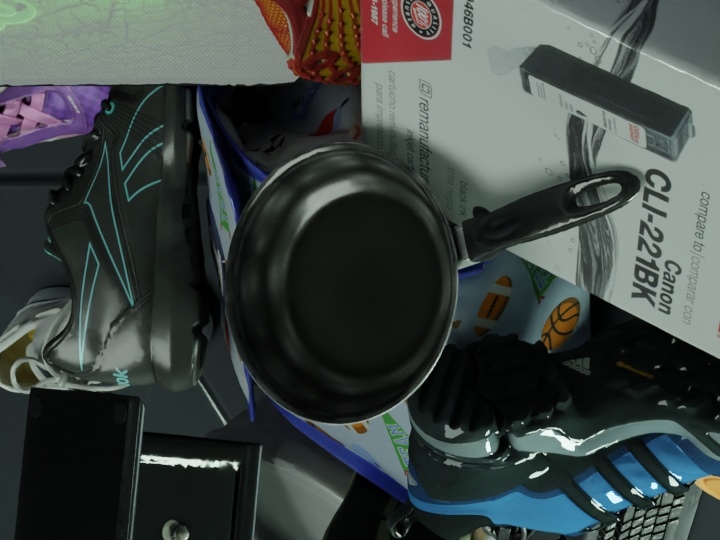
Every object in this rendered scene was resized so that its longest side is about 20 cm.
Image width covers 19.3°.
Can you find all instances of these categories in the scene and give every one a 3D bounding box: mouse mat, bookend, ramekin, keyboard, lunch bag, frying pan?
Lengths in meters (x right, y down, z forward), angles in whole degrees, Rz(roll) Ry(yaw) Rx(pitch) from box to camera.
[{"bbox_3d":[-0.124,-0.156,0.944,0.199,0.008,0.161,1,117,18],"label":"mouse mat"},{"bbox_3d":[-0.076,0.170,1.101,0.200,0.199,0.092,10,174,-41],"label":"bookend"},{"bbox_3d":[0.001,0.141,1.181,0.202,0.094,0.203,28,145,22],"label":"ramekin"},{"bbox_3d":[0.112,0.130,1.022,0.200,0.127,0.021,92,154,-51],"label":"keyboard"},{"bbox_3d":[0.000,0.000,0.990,0.200,0.124,0.170,33,143,33],"label":"lunch bag"},{"bbox_3d":[0.020,-0.017,0.851,0.190,0.031,0.115,-42,66,24],"label":"frying pan"}]

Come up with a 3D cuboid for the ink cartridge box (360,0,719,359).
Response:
[{"bbox_3d":[0.103,-0.067,0.829,0.200,0.084,0.145,27,145,23],"label":"ink cartridge box"}]

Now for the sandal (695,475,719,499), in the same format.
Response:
[{"bbox_3d":[0.224,0.121,0.922,0.079,0.059,0.206,31,163,-34],"label":"sandal"}]

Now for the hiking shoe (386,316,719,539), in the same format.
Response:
[{"bbox_3d":[0.111,0.071,0.914,0.199,0.075,0.087,0,132,-12],"label":"hiking shoe"}]

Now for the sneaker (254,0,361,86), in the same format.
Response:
[{"bbox_3d":[-0.026,-0.139,0.878,0.073,0.077,0.200,-24,148,18],"label":"sneaker"}]

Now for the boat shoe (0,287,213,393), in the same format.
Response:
[{"bbox_3d":[-0.170,0.047,1.268,0.202,0.086,0.075,-7,123,52],"label":"boat shoe"}]

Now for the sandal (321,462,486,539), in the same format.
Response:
[{"bbox_3d":[0.028,0.120,1.028,0.080,0.201,0.057,18,124,17],"label":"sandal"}]

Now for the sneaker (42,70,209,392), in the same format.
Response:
[{"bbox_3d":[-0.113,-0.042,1.014,0.079,0.201,0.075,0,175,3],"label":"sneaker"}]

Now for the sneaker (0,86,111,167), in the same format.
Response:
[{"bbox_3d":[-0.181,-0.090,1.116,0.200,0.088,0.081,9,133,41],"label":"sneaker"}]

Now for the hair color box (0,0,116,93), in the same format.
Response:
[{"bbox_3d":[-0.190,-0.142,1.013,0.200,0.064,0.111,-33,104,29],"label":"hair color box"}]
